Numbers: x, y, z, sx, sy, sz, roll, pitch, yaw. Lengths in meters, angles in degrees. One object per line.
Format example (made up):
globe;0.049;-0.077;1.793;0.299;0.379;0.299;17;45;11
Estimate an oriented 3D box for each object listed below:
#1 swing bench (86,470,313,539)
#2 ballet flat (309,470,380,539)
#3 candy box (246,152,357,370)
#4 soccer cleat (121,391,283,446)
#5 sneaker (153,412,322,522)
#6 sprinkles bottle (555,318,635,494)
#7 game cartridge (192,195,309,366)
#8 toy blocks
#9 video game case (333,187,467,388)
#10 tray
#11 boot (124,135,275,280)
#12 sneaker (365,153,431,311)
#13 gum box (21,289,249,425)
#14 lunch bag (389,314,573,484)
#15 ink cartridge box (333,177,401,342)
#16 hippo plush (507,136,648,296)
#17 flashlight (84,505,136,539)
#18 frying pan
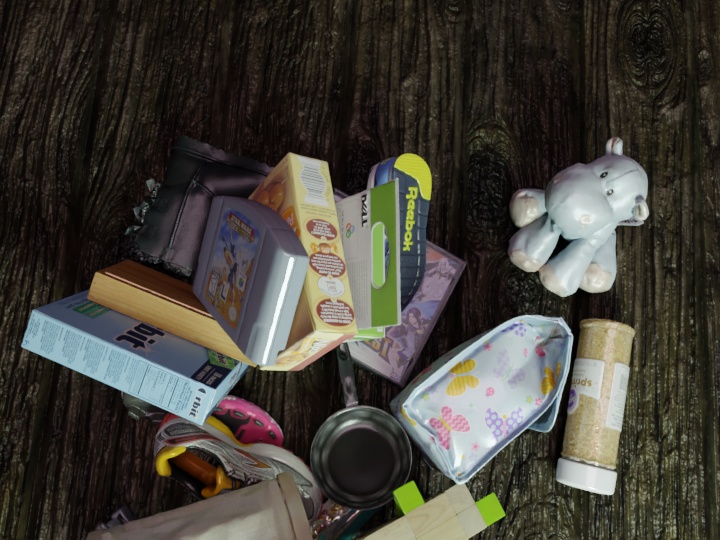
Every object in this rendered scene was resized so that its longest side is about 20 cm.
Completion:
swing bench;-0.133;0.326;0.595;0.197;0.130;0.203;-13;106;-15
ballet flat;-0.048;0.301;0.738;0.200;0.076;0.064;-41;53;-15
candy box;-0.070;-0.007;0.680;0.055;0.115;0.202;8;61;-35
soccer cleat;-0.180;0.155;0.751;0.199;0.086;0.070;28;105;-20
sneaker;-0.133;0.227;0.684;0.198;0.082;0.078;27;105;-11
sprinkles bottle;0.288;0.163;0.779;0.067;0.068;0.202;14;78;-1
game cartridge;-0.123;-0.004;0.675;0.041;0.200;0.135;3;109;-35
toy blocks;0.040;0.296;0.688;0.198;0.137;0.101;-20;70;-24
video game case;0.009;0.020;0.810;0.199;0.026;0.182;29;78;2
tray;-0.200;0.045;0.743;0.198;0.099;0.037;23;99;-3
boot;-0.179;-0.063;0.790;0.196;0.073;0.164;19;78;3
sneaker;0.033;-0.040;0.778;0.073;0.082;0.203;8;94;-38
gum box;-0.231;0.082;0.707;0.198;0.170;0.045;24;100;1
lunch bag;0.144;0.136;0.722;0.199;0.170;0.128;-37;82;-11
ink cartridge box;0.000;0.000;0.695;0.075;0.199;0.150;8;77;-38
hippo plush;0.288;-0.059;0.775;0.198;0.161;0.161;-15;80;-6
flashlight;-0.232;0.367;0.709;0.067;0.068;0.200;-34;78;-35
frying pan;-0.019;0.183;0.735;0.114;0.031;0.191;-29;62;-14
